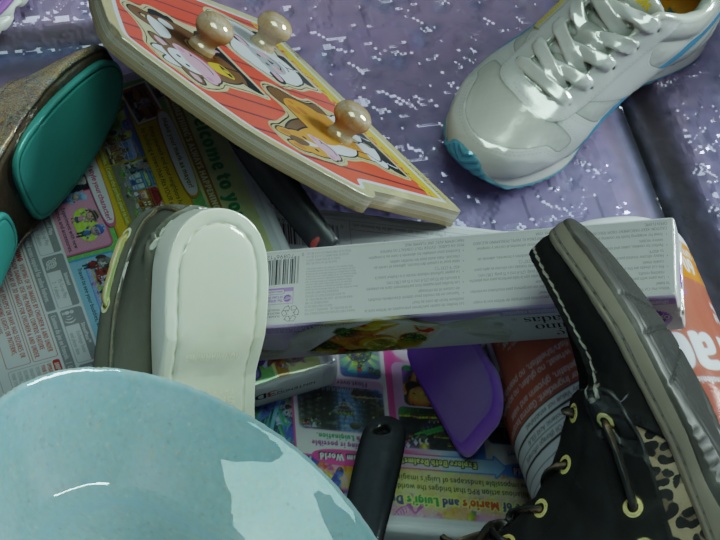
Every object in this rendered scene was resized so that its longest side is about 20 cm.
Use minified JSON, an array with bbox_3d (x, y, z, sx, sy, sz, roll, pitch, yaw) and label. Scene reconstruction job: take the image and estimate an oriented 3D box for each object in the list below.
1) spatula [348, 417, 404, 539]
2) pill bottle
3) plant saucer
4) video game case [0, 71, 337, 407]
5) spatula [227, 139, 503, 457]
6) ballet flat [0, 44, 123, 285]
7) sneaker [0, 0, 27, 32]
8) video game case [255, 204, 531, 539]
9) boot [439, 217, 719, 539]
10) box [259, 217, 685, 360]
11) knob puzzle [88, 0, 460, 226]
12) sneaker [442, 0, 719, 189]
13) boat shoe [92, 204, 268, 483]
[{"bbox_3d":[-0.002,0.141,0.961,0.056,0.021,0.201,0,48,13],"label":"spatula"},{"bbox_3d":[0.130,0.085,1.009,0.112,0.112,0.201,-9,60,-16],"label":"pill bottle"},{"bbox_3d":[-0.072,0.124,0.861,0.200,0.039,0.201,25,33,-18],"label":"plant saucer"},{"bbox_3d":[-0.128,-0.005,1.053,0.181,0.022,0.201,-15,57,-13],"label":"video game case"},{"bbox_3d":[0.000,0.000,1.046,0.200,0.057,0.021,48,50,10],"label":"spatula"},{"bbox_3d":[-0.180,-0.036,1.020,0.067,0.068,0.200,16,53,17],"label":"ballet flat"},{"bbox_3d":[-0.242,-0.147,1.136,0.081,0.084,0.200,41,59,15],"label":"sneaker"},{"bbox_3d":[0.016,0.052,1.076,0.199,0.024,0.183,6,54,-17],"label":"video game case"},{"bbox_3d":[0.079,0.096,0.916,0.150,0.073,0.201,-29,84,15],"label":"boot"},{"bbox_3d":[0.044,0.009,0.982,0.199,0.039,0.042,-5,64,12],"label":"box"},{"bbox_3d":[-0.053,-0.099,1.083,0.219,0.031,0.220,34,16,-11],"label":"knob puzzle"},{"bbox_3d":[0.121,-0.120,1.190,0.076,0.081,0.200,43,62,15],"label":"sneaker"},{"bbox_3d":[-0.086,0.071,0.965,0.072,0.060,0.203,6,93,-38],"label":"boat shoe"}]
